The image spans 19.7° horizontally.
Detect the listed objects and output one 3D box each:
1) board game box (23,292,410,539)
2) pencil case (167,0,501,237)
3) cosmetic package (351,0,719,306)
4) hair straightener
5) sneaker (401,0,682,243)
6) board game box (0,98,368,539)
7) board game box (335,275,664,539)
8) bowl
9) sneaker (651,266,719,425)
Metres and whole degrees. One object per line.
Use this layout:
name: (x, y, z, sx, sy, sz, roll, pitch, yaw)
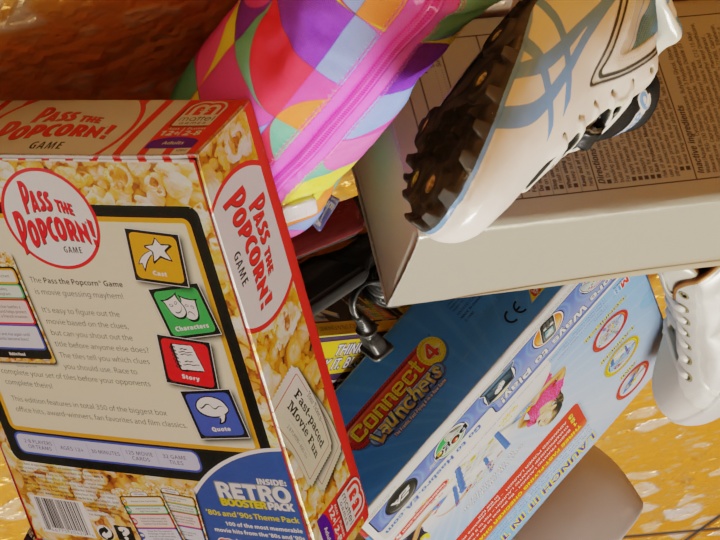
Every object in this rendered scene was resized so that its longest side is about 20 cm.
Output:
board game box: (-0.059, 0.083, 1.019, 0.200, 0.057, 0.165, -2, 124, -58)
pencil case: (-0.013, -0.083, 0.798, 0.088, 0.088, 0.200, 0, 149, -28)
cosmetic package: (0.101, -0.054, 0.900, 0.200, 0.104, 0.073, -6, 155, -14)
hair straightener: (0.000, 0.000, 0.943, 0.041, 0.077, 0.200, 9, -155, 36)
sneaker: (0.074, -0.067, 0.768, 0.072, 0.072, 0.200, -48, -176, 40)
board game box: (-0.092, 0.028, 0.842, 0.151, 0.046, 0.200, 3, 124, 28)
board game box: (0.069, 0.066, 1.075, 0.200, 0.056, 0.196, -48, 155, -6)
bowl: (0.047, 0.162, 1.255, 0.200, 0.075, 0.200, -11, -160, 47)
sneaker: (0.172, 0.004, 1.054, 0.085, 0.073, 0.200, 2, 136, -17)
